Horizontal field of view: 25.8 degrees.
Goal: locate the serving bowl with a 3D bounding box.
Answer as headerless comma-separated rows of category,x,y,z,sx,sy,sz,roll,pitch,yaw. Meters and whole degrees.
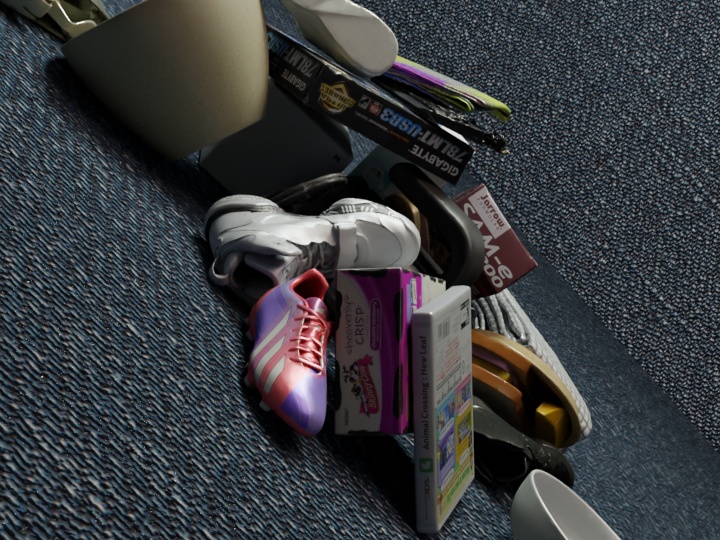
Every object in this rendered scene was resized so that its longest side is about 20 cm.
serving bowl,0.206,0.284,1.466,0.200,0.066,0.200,44,11,-11

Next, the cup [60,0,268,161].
cup,-0.166,-0.190,1.501,0.200,0.199,0.144,-65,130,-78

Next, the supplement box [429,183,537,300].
supplement box,0.117,-0.025,1.752,0.109,0.061,0.200,56,-13,-2

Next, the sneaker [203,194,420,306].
sneaker,-0.043,-0.010,1.401,0.198,0.076,0.115,5,30,-5

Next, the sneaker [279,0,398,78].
sneaker,-0.051,-0.265,1.532,0.200,0.075,0.088,51,-17,-11

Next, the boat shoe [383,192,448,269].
boat shoe,0.056,-0.019,1.696,0.072,0.072,0.201,46,-28,31

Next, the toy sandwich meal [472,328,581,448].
toy sandwich meal,0.153,0.141,1.715,0.205,0.070,0.206,33,-25,17

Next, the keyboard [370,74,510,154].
keyboard,0.086,-0.162,1.618,0.127,0.021,0.200,25,10,-22

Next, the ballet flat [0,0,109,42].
ballet flat,-0.303,-0.265,1.509,0.064,0.067,0.200,58,15,21

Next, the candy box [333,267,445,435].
candy box,0.028,0.071,1.355,0.200,0.061,0.137,16,74,-75

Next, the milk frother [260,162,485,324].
milk frother,0.000,0.000,1.532,0.199,0.181,0.188,-20,61,-45

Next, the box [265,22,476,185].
box,-0.009,-0.172,1.581,0.198,0.050,0.200,25,8,-33

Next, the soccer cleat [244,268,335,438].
soccer cleat,-0.050,0.062,1.261,0.067,0.076,0.200,42,12,-21

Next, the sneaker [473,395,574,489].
sneaker,0.152,0.194,1.609,0.199,0.060,0.104,37,13,-21

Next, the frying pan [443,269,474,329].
frying pan,0.072,0.028,1.819,0.190,0.031,0.116,41,-32,43

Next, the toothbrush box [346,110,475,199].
toothbrush box,0.028,-0.091,1.779,0.085,0.200,0.146,45,10,0

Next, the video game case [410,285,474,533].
video game case,0.073,0.115,1.368,0.200,0.022,0.184,-24,113,-76

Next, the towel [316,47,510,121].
towel,0.057,-0.205,1.662,0.199,0.023,0.144,26,10,16

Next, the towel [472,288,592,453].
towel,0.186,0.112,1.886,0.166,0.085,0.200,52,7,-28

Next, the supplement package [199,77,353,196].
supplement package,-0.093,-0.145,1.719,0.120,0.121,0.200,43,11,-16
